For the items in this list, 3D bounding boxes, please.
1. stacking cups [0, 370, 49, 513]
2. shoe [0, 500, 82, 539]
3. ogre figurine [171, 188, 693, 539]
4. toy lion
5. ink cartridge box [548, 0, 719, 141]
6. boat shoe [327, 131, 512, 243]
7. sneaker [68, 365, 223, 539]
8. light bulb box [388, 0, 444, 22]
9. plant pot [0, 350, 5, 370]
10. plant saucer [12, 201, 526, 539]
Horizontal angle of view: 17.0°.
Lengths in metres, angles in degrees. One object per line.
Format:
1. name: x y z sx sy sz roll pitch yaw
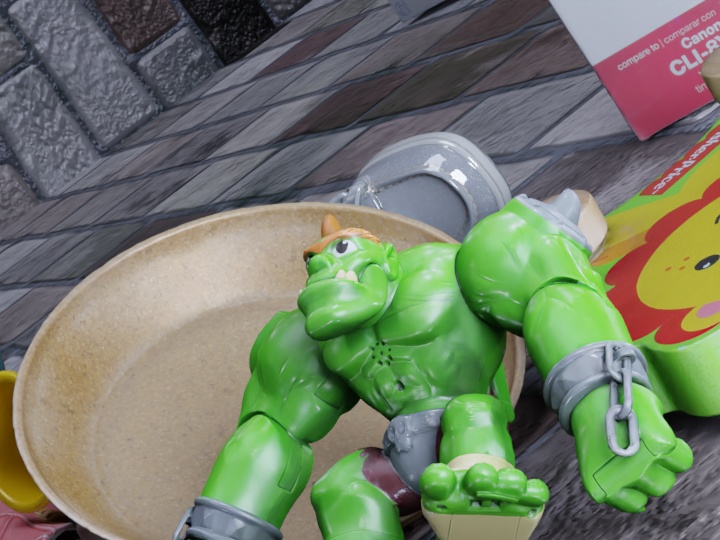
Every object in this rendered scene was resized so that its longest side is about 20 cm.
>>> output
1. stacking cups: -0.073 0.058 1.055 0.199 0.061 0.060 -10 -10 -43
2. shoe: -0.132 0.132 1.024 0.091 0.072 0.200 -28 17 25
3. ogre figurine: 0.016 0.048 0.800 0.200 0.098 0.121 -44 36 46
4. toy lion: 0.149 -0.020 0.838 0.200 0.069 0.191 -40 18 -25
5. ink cartridge box: 0.136 -0.189 1.224 0.083 0.200 0.145 -29 12 29
6. boat shoe: -0.002 -0.001 1.196 0.202 0.074 0.065 -31 16 44
7. sneaker: -0.042 0.062 0.996 0.077 0.082 0.200 -23 17 51
8. light bulb box: 0.118 -0.354 2.247 0.198 0.125 0.200 -41 11 -30
9. plant pot: -0.361 0.076 1.713 0.187 0.201 0.200 -23 4 -25
10. plant saucer: -0.034 0.050 0.933 0.199 0.036 0.201 -6 41 5
